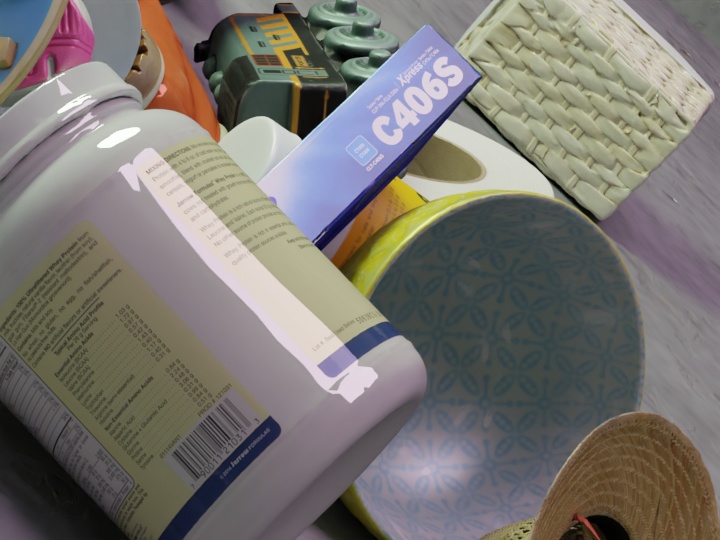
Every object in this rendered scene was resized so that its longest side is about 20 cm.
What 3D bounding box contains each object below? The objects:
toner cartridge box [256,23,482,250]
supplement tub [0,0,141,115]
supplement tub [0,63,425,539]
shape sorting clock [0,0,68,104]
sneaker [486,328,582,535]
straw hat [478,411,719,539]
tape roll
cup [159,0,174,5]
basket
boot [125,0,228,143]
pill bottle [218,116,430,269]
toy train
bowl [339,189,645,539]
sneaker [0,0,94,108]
[{"bbox_3d":[-0.026,-0.037,1.445,0.043,0.095,0.200,43,56,3],"label":"toner cartridge box"},{"bbox_3d":[-0.202,-0.171,1.455,0.145,0.145,0.200,28,22,-44],"label":"supplement tub"},{"bbox_3d":[-0.085,0.024,1.219,0.200,0.145,0.145,46,16,9],"label":"supplement tub"},{"bbox_3d":[-0.216,-0.135,1.241,0.200,0.200,0.039,53,5,30],"label":"shape sorting clock"},{"bbox_3d":[0.123,0.116,1.571,0.084,0.074,0.202,-12,89,-75],"label":"sneaker"},{"bbox_3d":[0.096,0.163,1.416,0.085,0.203,0.201,3,-13,38],"label":"straw hat"},{"bbox_3d":[0.023,-0.060,1.779,0.201,0.037,0.203,17,19,-6],"label":"tape roll"},{"bbox_3d":[-0.148,-0.242,1.770,0.200,0.143,0.201,40,17,-14],"label":"cup"},{"bbox_3d":[0.182,-0.154,2.374,0.200,0.136,0.123,43,20,-2],"label":"basket"},{"bbox_3d":[-0.129,-0.110,1.640,0.107,0.075,0.200,48,12,-31],"label":"boot"},{"bbox_3d":[0.000,0.000,1.577,0.200,0.109,0.109,35,18,-27],"label":"pill bottle"},{"bbox_3d":[-0.035,-0.110,1.694,0.113,0.086,0.200,2,22,-13],"label":"toy train"},{"bbox_3d":[0.040,0.050,1.478,0.200,0.201,0.107,32,-10,-35],"label":"bowl"},{"bbox_3d":[-0.200,-0.109,1.302,0.199,0.082,0.088,10,-13,29],"label":"sneaker"}]
